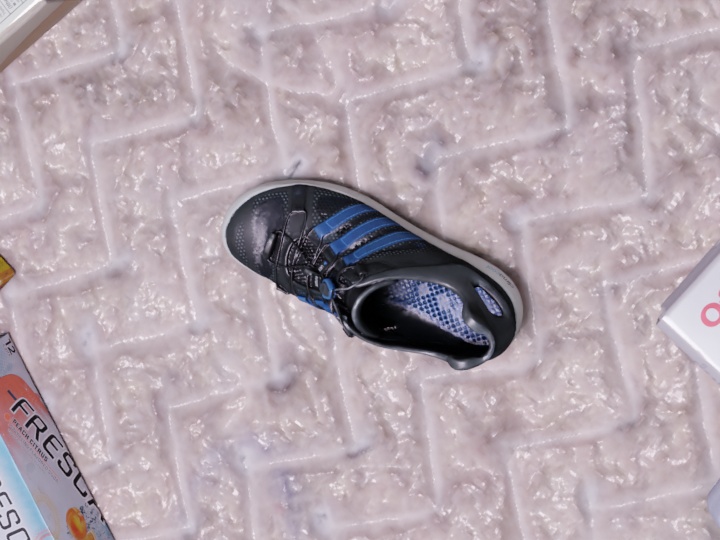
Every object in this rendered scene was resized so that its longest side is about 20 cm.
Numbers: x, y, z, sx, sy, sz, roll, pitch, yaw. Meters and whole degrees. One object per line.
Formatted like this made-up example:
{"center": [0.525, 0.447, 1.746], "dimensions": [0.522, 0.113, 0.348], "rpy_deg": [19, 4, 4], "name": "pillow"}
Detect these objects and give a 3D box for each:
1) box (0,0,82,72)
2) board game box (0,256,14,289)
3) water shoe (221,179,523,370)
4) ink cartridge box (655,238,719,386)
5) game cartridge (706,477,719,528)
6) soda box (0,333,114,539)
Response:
{"center": [-0.278, -0.144, 1.340], "dimensions": [0.199, 0.078, 0.095], "rpy_deg": [-36, 90, 18], "name": "box"}
{"center": [-0.328, -0.039, 1.432], "dimensions": [0.200, 0.030, 0.096], "rpy_deg": [47, 115, 0], "name": "board game box"}
{"center": [0.000, 0.000, 1.287], "dimensions": [0.198, 0.079, 0.072], "rpy_deg": [18, 111, 16], "name": "water shoe"}
{"center": [0.278, 0.041, 1.165], "dimensions": [0.200, 0.083, 0.145], "rpy_deg": [43, 95, 6], "name": "ink cartridge box"}
{"center": [0.306, 0.154, 1.239], "dimensions": [0.199, 0.042, 0.134], "rpy_deg": [35, 110, 8], "name": "game cartridge"}
{"center": [-0.228, 0.148, 1.428], "dimensions": [0.068, 0.064, 0.201], "rpy_deg": [-24, 97, 25], "name": "soda box"}
